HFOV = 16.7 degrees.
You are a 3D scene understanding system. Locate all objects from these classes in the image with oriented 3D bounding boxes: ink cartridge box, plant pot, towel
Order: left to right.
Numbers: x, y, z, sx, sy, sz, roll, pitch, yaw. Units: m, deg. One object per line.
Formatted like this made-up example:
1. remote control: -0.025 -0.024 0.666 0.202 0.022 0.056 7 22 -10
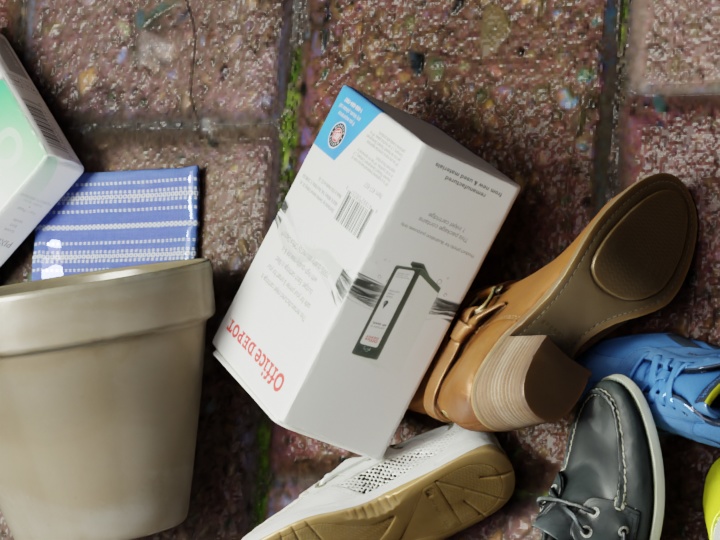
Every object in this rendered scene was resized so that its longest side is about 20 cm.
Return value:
1. ink cartridge box: -0.309 -0.062 1.828 0.200 0.050 0.161 -46 53 15
2. plant pot: -0.185 0.091 1.653 0.199 0.200 0.175 -7 95 30
3. towel: -0.182 0.026 1.763 0.144 0.024 0.201 -1 81 30
4. ink cartridge box: 0.000 0.000 1.590 0.201 0.084 0.146 -63 28 9

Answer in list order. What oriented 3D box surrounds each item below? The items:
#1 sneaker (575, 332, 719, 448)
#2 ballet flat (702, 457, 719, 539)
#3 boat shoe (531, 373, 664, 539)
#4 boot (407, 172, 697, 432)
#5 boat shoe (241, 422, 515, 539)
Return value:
1. sneaker: 0.201 0.069 1.483 0.199 0.078 0.066 14 80 39
2. ballet flat: 0.248 0.195 1.449 0.067 0.067 0.201 -26 69 21
3. boat shoe: 0.134 0.163 1.492 0.074 0.066 0.200 28 117 54
4. boot: 0.113 0.017 1.557 0.200 0.074 0.154 -49 20 -23
5. boat shoe: 0.002 0.155 1.587 0.199 0.071 0.069 -23 32 0
